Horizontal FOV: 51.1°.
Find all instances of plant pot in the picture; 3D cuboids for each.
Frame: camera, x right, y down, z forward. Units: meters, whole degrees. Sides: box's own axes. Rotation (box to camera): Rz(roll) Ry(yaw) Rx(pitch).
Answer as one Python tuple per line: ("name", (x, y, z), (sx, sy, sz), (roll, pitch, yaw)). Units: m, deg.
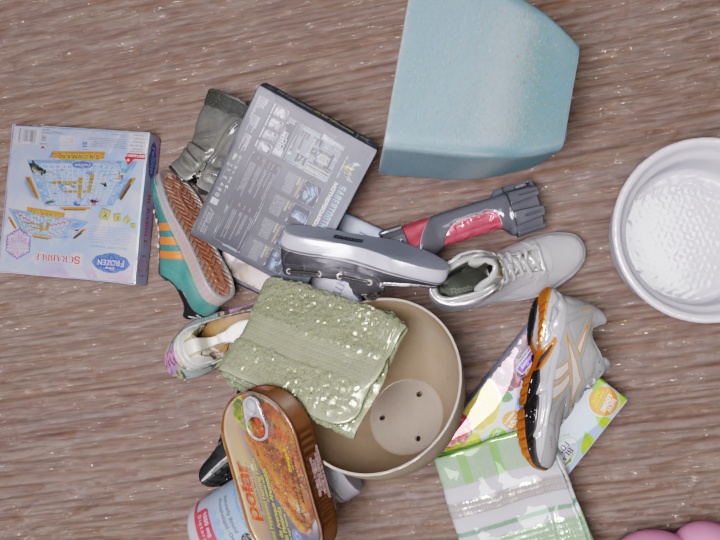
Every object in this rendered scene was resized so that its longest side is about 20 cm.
("plant pot", (0.135, -0.204, 0.864), (0.198, 0.196, 0.199), (10, 89, 1))
("plant pot", (0.035, 0.152, 0.872), (0.198, 0.135, 0.202), (-10, 60, 17))

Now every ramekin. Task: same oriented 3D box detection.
("ramekin", (0.381, -0.042, 0.860), (0.198, 0.098, 0.203), (0, 87, 8))

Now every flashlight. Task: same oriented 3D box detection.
("flashlight", (0.124, -0.045, 0.911), (0.198, 0.068, 0.068), (-16, 123, 1))

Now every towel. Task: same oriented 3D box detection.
("towel", (0.181, 0.289, 0.858), (0.148, 0.031, 0.202), (-20, 86, 6))
("towel", (-0.056, 0.088, 0.842), (0.198, 0.037, 0.149), (17, 70, 29))

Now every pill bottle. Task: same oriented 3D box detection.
("pill bottle", (-0.101, 0.283, 0.912), (0.199, 0.109, 0.109), (-34, 83, 6))

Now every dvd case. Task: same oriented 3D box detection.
("dvd case", (-0.076, -0.022, 0.969), (0.198, 0.018, 0.144), (25, 90, 9))

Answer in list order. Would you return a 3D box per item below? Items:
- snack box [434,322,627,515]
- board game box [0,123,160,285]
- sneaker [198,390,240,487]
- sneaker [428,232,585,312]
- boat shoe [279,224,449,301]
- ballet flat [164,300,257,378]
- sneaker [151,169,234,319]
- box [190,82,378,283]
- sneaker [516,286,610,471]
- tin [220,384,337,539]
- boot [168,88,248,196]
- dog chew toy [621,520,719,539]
("snack box", (0.197, 0.185, 0.900), (0.142, 0.053, 0.201), (38, 93, 7))
("board game box", (-0.375, -0.088, 1.005), (0.198, 0.041, 0.202), (5, 88, 9))
("sneaker", (-0.133, 0.188, 0.953), (0.200, 0.076, 0.088), (-42, 58, 8))
("sneaker", (0.174, 0.003, 0.881), (0.198, 0.116, 0.074), (-20, 83, 6))
("boat shoe", (0.000, 0.000, 0.857), (0.198, 0.070, 0.067), (11, 110, 8))
("ballet flat", (-0.173, 0.084, 0.942), (0.198, 0.071, 0.070), (-22, 89, 13))
("sneaker", (-0.234, -0.031, 0.966), (0.080, 0.071, 0.202), (-34, 70, 26))
("box", (-0.091, -0.097, 0.902), (0.157, 0.051, 0.201), (27, 107, -4))
("sneaker", (0.230, 0.122, 0.831), (0.091, 0.076, 0.202), (12, 77, -2))
("tin", (-0.088, 0.222, 0.811), (0.111, 0.042, 0.202), (-11, 95, 32))
("boot", (-0.138, -0.139, 0.957), (0.198, 0.068, 0.132), (22, 86, 17))
("dog chew toy", (0.379, 0.337, 0.836), (0.198, 0.125, 0.126), (-18, 85, -1))
